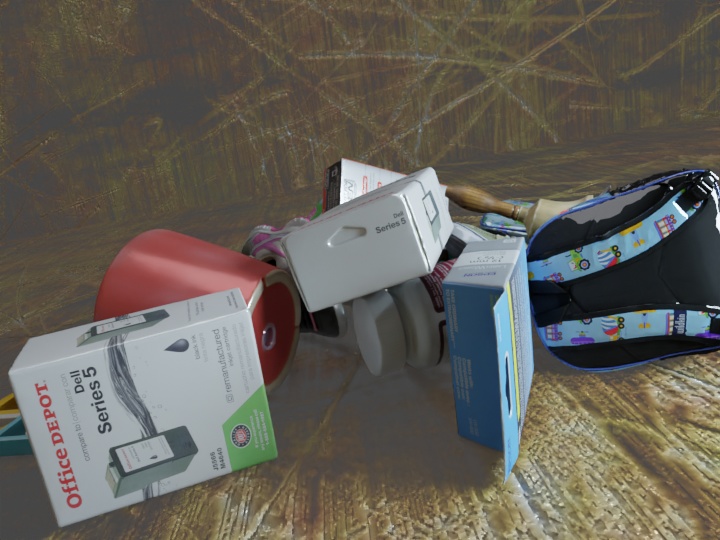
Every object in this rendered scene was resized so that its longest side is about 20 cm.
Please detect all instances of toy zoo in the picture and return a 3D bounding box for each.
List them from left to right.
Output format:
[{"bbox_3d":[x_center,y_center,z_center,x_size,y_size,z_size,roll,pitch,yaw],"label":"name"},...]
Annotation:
[{"bbox_3d":[-0.391,0.176,0.689,0.193,0.021,0.132,-7,15,10],"label":"toy zoo"}]

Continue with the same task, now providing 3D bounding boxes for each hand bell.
[{"bbox_3d":[0.212,-0.084,0.818,0.195,0.107,0.104,21,25,18],"label":"hand bell"}]

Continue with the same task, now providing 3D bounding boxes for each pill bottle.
[{"bbox_3d":[0.095,0.048,0.673,0.194,0.113,0.109,-14,15,-17],"label":"pill bottle"}]

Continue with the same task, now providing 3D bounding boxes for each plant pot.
[{"bbox_3d":[-0.175,0.061,0.682,0.172,0.208,0.200,8,20,20],"label":"plant pot"}]

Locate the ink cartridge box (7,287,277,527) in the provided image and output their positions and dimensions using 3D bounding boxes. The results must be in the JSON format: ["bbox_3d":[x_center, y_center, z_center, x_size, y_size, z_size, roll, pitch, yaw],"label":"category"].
[{"bbox_3d":[-0.187,0.117,0.527,0.194,0.151,0.084,-14,17,-16],"label":"ink cartridge box"}]

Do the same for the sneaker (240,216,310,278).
[{"bbox_3d":[-0.128,-0.012,0.830,0.198,0.081,0.089,-15,36,54],"label":"sneaker"}]

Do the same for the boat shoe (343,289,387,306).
[{"bbox_3d":[0.000,0.000,0.857,0.194,0.095,0.075,15,-17,19],"label":"boat shoe"}]

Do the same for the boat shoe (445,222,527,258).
[{"bbox_3d":[0.197,-0.011,0.766,0.198,0.073,0.062,35,71,21],"label":"boat shoe"}]

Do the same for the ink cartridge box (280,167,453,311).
[{"bbox_3d":[0.017,-0.041,0.659,0.142,0.086,0.200,-19,10,20],"label":"ink cartridge box"}]

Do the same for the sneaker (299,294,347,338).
[{"bbox_3d":[-0.091,0.068,0.809,0.097,0.073,0.198,-18,11,-25],"label":"sneaker"}]

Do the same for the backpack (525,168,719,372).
[{"bbox_3d":[0.274,0.006,0.611,0.194,0.188,0.134,-17,3,17],"label":"backpack"}]

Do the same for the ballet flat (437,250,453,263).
[{"bbox_3d":[0.127,-0.004,0.937,0.067,0.070,0.198,-8,12,42],"label":"ballet flat"}]

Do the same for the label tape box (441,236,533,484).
[{"bbox_3d":[0.114,0.067,0.525,0.064,0.148,0.200,-2,16,24],"label":"label tape box"}]

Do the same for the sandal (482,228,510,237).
[{"bbox_3d":[0.208,-0.016,0.818,0.076,0.048,0.199,-49,45,-8],"label":"sandal"}]

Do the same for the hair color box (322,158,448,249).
[{"bbox_3d":[0.040,-0.091,0.873,0.195,0.105,0.061,10,-12,-31],"label":"hair color box"}]

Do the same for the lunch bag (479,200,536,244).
[{"bbox_3d":[0.279,-0.053,0.949,0.156,0.085,0.199,12,22,22],"label":"lunch bag"}]

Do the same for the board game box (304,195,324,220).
[{"bbox_3d":[-0.100,-0.028,0.981,0.201,0.040,0.153,-51,15,4],"label":"board game box"}]
